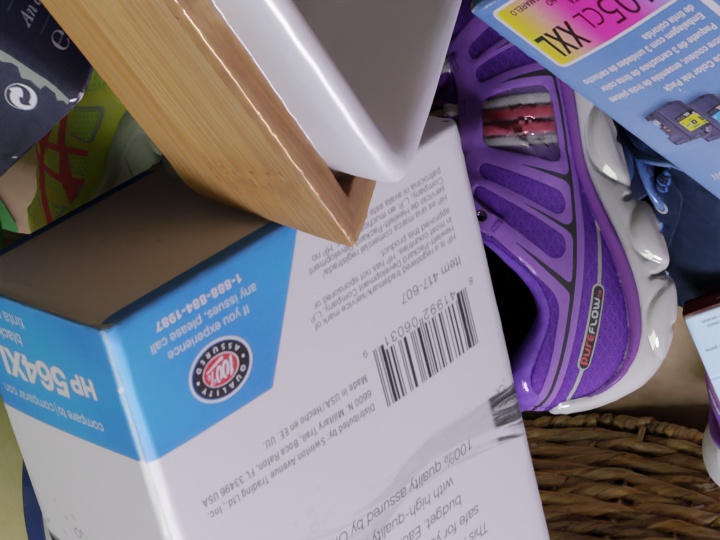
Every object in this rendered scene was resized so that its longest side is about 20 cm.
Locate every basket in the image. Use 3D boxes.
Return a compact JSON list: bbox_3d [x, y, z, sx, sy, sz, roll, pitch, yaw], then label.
[{"bbox_3d":[0.116,0.163,1.022,0.200,0.143,0.149,-1,136,34],"label":"basket"}]

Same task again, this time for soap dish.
[{"bbox_3d":[-0.030,-0.129,0.630,0.081,0.200,0.157,-9,138,29],"label":"soap dish"}]

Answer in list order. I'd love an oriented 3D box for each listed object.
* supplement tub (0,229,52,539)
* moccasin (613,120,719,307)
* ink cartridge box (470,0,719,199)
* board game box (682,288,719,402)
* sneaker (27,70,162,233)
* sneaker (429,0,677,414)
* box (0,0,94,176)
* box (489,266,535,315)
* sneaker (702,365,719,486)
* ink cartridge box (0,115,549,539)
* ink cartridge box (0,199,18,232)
[{"bbox_3d":[-0.118,0.058,0.817,0.200,0.144,0.144,7,147,41],"label":"supplement tub"},{"bbox_3d":[0.114,-0.042,0.794,0.068,0.081,0.200,4,143,13],"label":"moccasin"},{"bbox_3d":[0.144,-0.086,0.668,0.200,0.137,0.076,34,145,-21],"label":"ink cartridge box"},{"bbox_3d":[0.231,0.026,0.793,0.200,0.019,0.103,-20,103,20],"label":"board game box"},{"bbox_3d":[-0.103,-0.065,0.885,0.090,0.078,0.200,53,150,2],"label":"sneaker"},{"bbox_3d":[0.041,-0.046,0.747,0.083,0.200,0.081,-16,168,-28],"label":"sneaker"},{"bbox_3d":[-0.172,-0.141,0.669,0.198,0.200,0.123,34,132,-22],"label":"box"},{"bbox_3d":[0.000,0.000,0.884,0.122,0.106,0.200,23,146,-4],"label":"box"},{"bbox_3d":[0.213,0.060,0.869,0.200,0.080,0.089,15,137,45],"label":"sneaker"},{"bbox_3d":[-0.024,0.064,0.700,0.084,0.146,0.200,15,127,45],"label":"ink cartridge box"},{"bbox_3d":[-0.264,0.032,0.969,0.146,0.200,0.083,2,143,22],"label":"ink cartridge box"}]
